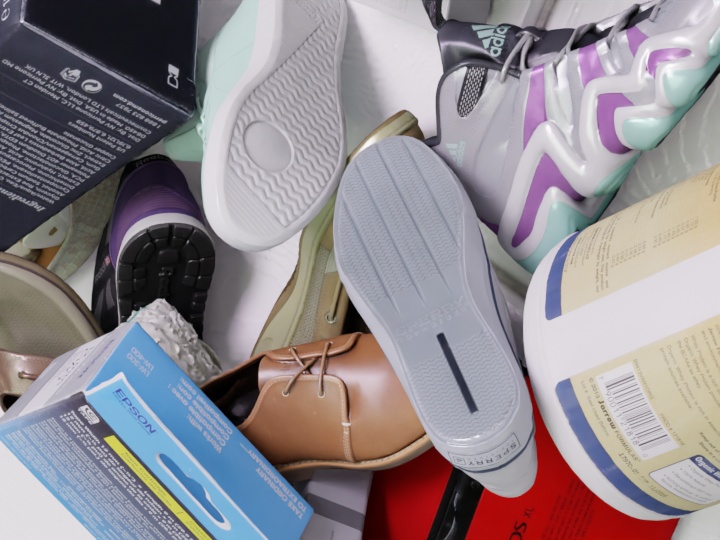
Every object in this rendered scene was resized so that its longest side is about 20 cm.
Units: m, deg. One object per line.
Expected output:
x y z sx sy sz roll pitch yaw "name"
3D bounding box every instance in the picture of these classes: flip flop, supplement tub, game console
-0.184 0.071 1.085 0.081 0.058 0.201 -22 109 37 "flip flop"
0.188 0.019 0.823 0.199 0.144 0.146 -27 85 39 "supplement tub"
0.079 0.123 1.015 0.171 0.119 0.202 18 116 0 "game console"

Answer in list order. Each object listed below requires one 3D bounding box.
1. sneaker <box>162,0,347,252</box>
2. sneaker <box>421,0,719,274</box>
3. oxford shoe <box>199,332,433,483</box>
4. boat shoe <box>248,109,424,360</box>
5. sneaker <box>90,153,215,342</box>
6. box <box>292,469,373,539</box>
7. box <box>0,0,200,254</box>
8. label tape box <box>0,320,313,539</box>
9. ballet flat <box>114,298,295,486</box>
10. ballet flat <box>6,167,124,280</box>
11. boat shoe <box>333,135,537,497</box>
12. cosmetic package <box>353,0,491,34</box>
-0.066 -0.067 0.993 0.073 0.202 0.118 31 133 -21 "sneaker"
0.092 -0.104 0.892 0.140 0.078 0.201 40 123 5 "sneaker"
-0.013 0.064 0.966 0.199 0.071 0.072 -23 46 35 "oxford shoe"
-0.001 0.002 1.017 0.063 0.073 0.202 34 122 12 "boat shoe"
-0.134 0.017 1.135 0.088 0.075 0.201 -108 30 -43 "sneaker"
-0.045 0.215 1.006 0.041 0.201 0.157 19 128 -8 "box"
-0.192 -0.145 1.039 0.199 0.117 0.198 -31 47 39 "box"
-0.101 0.103 0.972 0.143 0.066 0.200 48 150 -11 "label tape box"
-0.080 0.097 1.091 0.071 0.072 0.201 -7 126 38 "ballet flat"
-0.214 -0.016 1.179 0.068 0.062 0.201 48 125 18 "ballet flat"
0.035 0.025 0.887 0.073 0.067 0.201 -19 50 7 "boat shoe"
0.042 -0.230 0.933 0.082 0.050 0.202 24 115 27 "cosmetic package"
